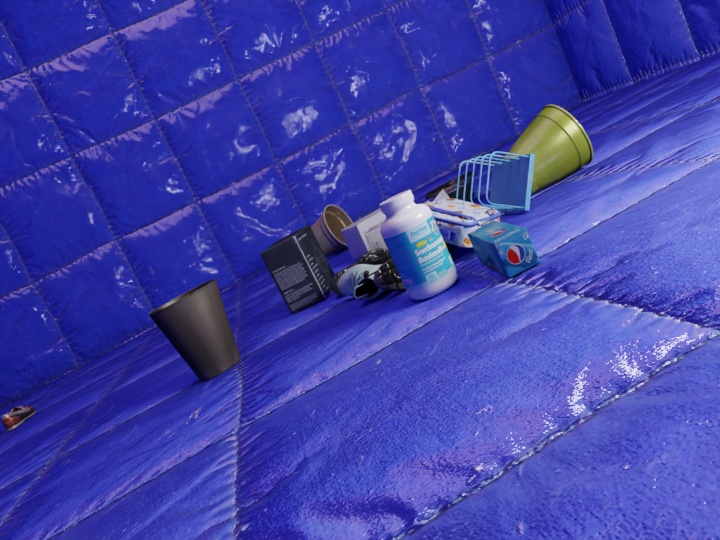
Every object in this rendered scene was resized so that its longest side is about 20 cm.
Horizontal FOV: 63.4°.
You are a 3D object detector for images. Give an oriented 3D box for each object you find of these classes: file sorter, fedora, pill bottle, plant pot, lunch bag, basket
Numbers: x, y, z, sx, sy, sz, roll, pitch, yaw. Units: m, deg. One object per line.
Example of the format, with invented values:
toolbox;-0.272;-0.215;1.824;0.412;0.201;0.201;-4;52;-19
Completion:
file sorter;0.344;-0.226;1.517;0.120;0.142;0.200;4;2;-14
fedora;0.331;-0.265;2.044;0.198;0.093;0.201;-26;9;4
pill bottle;0.108;-0.053;1.154;0.109;0.203;0.111;-25;9;4
plant pot;-0.145;-0.150;2.516;0.182;0.202;0.200;-34;4;32
lunch bag;0.218;-0.112;1.344;0.159;0.077;0.198;-17;25;-40
plant pot;0.497;-0.315;1.612;0.192;0.201;0.200;-38;10;-1
basket;-0.385;0.150;1.417;0.179;0.203;0.135;-31;11;-25

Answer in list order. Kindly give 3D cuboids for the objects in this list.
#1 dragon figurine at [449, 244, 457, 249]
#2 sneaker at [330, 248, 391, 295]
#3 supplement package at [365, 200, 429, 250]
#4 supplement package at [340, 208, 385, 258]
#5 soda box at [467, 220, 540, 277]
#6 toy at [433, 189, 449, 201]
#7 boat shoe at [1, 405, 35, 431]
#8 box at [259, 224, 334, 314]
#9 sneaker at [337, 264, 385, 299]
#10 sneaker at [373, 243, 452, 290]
dragon figurine;0.149;-0.046;1.448;0.197;0.060;0.099;-26;9;-2
sneaker;0.000;0.000;1.590;0.197;0.077;0.091;-26;2;-14
supplement package;0.127;-0.102;1.661;0.197;0.111;0.114;-24;9;13
supplement package;0.051;-0.138;2.024;0.199;0.111;0.113;-32;11;-32
soda box;0.263;-0.044;1.092;0.063;0.069;0.200;-26;9;2
toy;0.243;-0.159;1.661;0.047;0.116;0.200;-36;5;20
boat shoe;-1.317;0.554;2.245;0.070;0.063;0.200;-29;8;-4
box;-0.176;-0.008;1.719;0.122;0.199;0.200;-23;9;12
sneaker;-0.005;0.031;1.390;0.198;0.075;0.118;-15;8;41
sneaker;0.115;-0.003;1.320;0.197;0.077;0.079;-20;-3;-19
